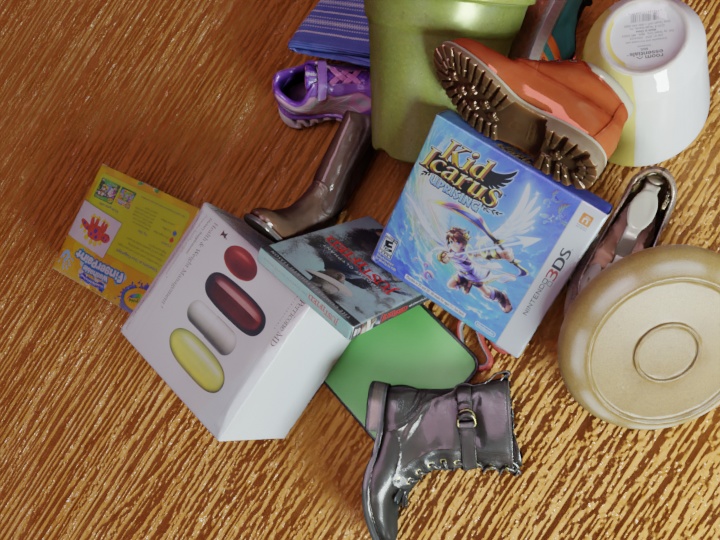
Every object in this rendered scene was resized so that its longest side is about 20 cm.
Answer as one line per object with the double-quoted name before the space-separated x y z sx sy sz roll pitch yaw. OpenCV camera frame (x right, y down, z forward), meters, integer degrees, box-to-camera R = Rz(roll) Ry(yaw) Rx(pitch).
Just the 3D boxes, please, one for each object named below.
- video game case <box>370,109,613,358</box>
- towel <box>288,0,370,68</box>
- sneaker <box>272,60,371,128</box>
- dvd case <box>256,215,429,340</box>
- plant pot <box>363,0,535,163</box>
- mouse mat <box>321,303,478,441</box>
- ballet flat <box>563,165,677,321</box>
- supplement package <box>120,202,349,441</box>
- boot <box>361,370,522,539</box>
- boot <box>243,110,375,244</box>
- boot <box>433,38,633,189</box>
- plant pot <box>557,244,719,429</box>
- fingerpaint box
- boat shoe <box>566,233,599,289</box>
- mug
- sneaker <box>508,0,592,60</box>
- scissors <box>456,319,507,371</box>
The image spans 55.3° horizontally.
"video game case" 0.130 -0.038 0.725 0.198 0.045 0.183 33 118 14
"towel" 0.007 -0.345 0.911 0.143 0.024 0.202 17 60 25
"sneaker" -0.033 -0.241 0.901 0.196 0.088 0.082 -4 74 19
"dvd case" 0.000 0.000 0.780 0.145 0.199 0.022 39 125 24
"plant pot" 0.084 -0.226 0.785 0.197 0.200 0.188 19 118 24
"mouse mat" 0.027 0.103 0.832 0.200 0.008 0.162 44 100 23
"ballet flat" 0.256 -0.014 0.681 0.067 0.067 0.203 22 89 16
"supplement package" -0.140 0.065 0.831 0.199 0.147 0.193 38 96 26
"boot" 0.091 0.210 0.756 0.170 0.069 0.204 1 90 10
"boot" -0.047 -0.118 0.826 0.064 0.186 0.202 31 92 16
"boot" 0.167 -0.176 0.669 0.199 0.075 0.108 37 71 10
"plant pot" 0.291 0.075 0.661 0.196 0.028 0.204 0 114 0
"fingerpaint box" -0.313 -0.034 0.969 0.197 0.073 0.169 23 85 25
"boat shoe" 0.229 -0.046 0.759 0.060 0.072 0.205 -20 73 11
"mug" 0.285 -0.196 0.729 0.187 0.153 0.150 -44 67 6
"sneaker" 0.210 -0.247 0.817 0.202 0.079 0.072 -64 34 20
"scissors" 0.128 0.017 0.815 0.072 0.014 0.203 -25 71 17
